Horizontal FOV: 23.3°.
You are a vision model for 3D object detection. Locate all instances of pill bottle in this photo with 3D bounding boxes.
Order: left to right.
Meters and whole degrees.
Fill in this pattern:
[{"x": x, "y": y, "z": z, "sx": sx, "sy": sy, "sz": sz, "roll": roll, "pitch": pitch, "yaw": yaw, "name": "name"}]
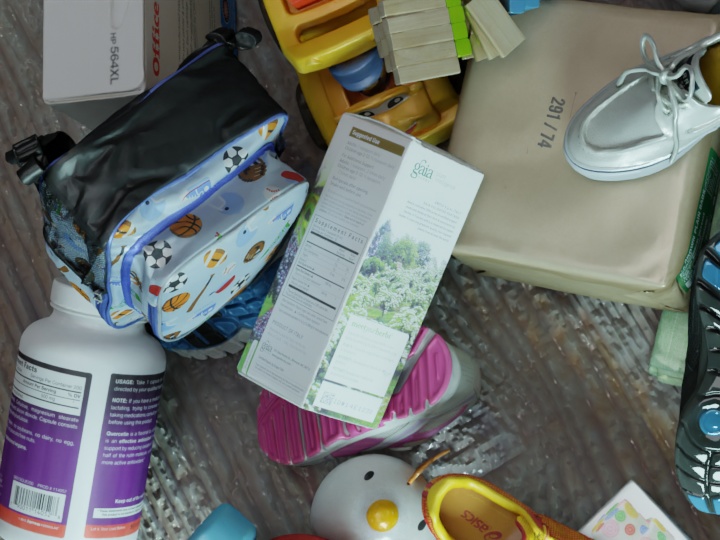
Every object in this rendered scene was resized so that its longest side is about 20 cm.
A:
[{"x": -0.210, "y": 0.111, "z": 1.321, "sx": 0.112, "sy": 0.112, "sz": 0.201, "roll": 12, "pitch": 96, "yaw": 18, "name": "pill bottle"}]

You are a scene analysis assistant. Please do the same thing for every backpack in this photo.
[{"x": -0.133, "y": -0.045, "z": 1.218, "sx": 0.199, "sy": 0.191, "sz": 0.154, "roll": -32, "pitch": 82, "yaw": -21, "name": "backpack"}]

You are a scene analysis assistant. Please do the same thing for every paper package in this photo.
[{"x": 0.165, "y": -0.088, "z": 1.256, "sx": 0.189, "sy": 0.103, "sz": 0.201, "roll": 10, "pitch": 82, "yaw": 24, "name": "paper package"}]

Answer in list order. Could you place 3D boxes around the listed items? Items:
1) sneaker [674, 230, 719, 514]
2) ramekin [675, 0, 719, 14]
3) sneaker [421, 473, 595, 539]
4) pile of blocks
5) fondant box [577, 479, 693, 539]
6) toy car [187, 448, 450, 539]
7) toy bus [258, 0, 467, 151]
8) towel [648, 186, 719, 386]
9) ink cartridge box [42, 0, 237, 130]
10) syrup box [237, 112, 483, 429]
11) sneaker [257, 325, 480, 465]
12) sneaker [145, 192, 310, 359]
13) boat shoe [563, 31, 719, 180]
[{"x": 0.260, "y": 0.068, "z": 1.211, "sx": 0.073, "sy": 0.082, "sz": 0.201, "roll": 6, "pitch": 100, "yaw": 9, "name": "sneaker"}, {"x": 0.281, "y": -0.261, "z": 1.219, "sx": 0.202, "sy": 0.202, "sz": 0.095, "roll": -35, "pitch": 84, "yaw": 8, "name": "ramekin"}, {"x": 0.127, "y": 0.203, "z": 1.177, "sx": 0.199, "sy": 0.077, "sz": 0.073, "roll": 25, "pitch": 87, "yaw": 4, "name": "sneaker"}, {"x": 0.087, "y": -0.197, "z": 1.231, "sx": 0.200, "sy": 0.062, "sz": 0.082, "roll": -38, "pitch": 102, "yaw": -14, "name": "pile of blocks"}, {"x": 0.210, "y": 0.269, "z": 1.218, "sx": 0.144, "sy": 0.058, "sz": 0.200, "roll": -45, "pitch": 73, "yaw": 5, "name": "fondant box"}, {"x": -0.004, "y": 0.196, "z": 1.242, "sx": 0.184, "sy": 0.177, "sz": 0.200, "roll": 40, "pitch": 78, "yaw": 3, "name": "toy car"}, {"x": -0.011, "y": -0.192, "z": 1.290, "sx": 0.135, "sy": 0.192, "sz": 0.201, "roll": -21, "pitch": 77, "yaw": 10, "name": "toy bus"}, {"x": 0.319, "y": 0.029, "z": 1.245, "sx": 0.199, "sy": 0.023, "sz": 0.154, "roll": 15, "pitch": 84, "yaw": 20, "name": "towel"}, {"x": -0.163, "y": -0.176, "z": 1.325, "sx": 0.084, "sy": 0.200, "sz": 0.147, "roll": -5, "pitch": 79, "yaw": 16, "name": "ink cartridge box"}, {"x": 0.000, "y": 0.000, "z": 1.218, "sx": 0.081, "sy": 0.079, "sz": 0.201, "roll": 24, "pitch": 93, "yaw": 46, "name": "syrup box"}, {"x": 0.008, "y": 0.103, "z": 1.294, "sx": 0.199, "sy": 0.088, "sz": 0.082, "roll": -17, "pitch": 66, "yaw": 36, "name": "sneaker"}, {"x": -0.084, "y": -0.001, "z": 1.351, "sx": 0.199, "sy": 0.087, "sz": 0.075, "roll": -27, "pitch": 118, "yaw": 26, "name": "sneaker"}, {"x": 0.217, "y": -0.121, "z": 1.138, "sx": 0.201, "sy": 0.086, "sz": 0.075, "roll": -21, "pitch": 71, "yaw": 20, "name": "boat shoe"}]
